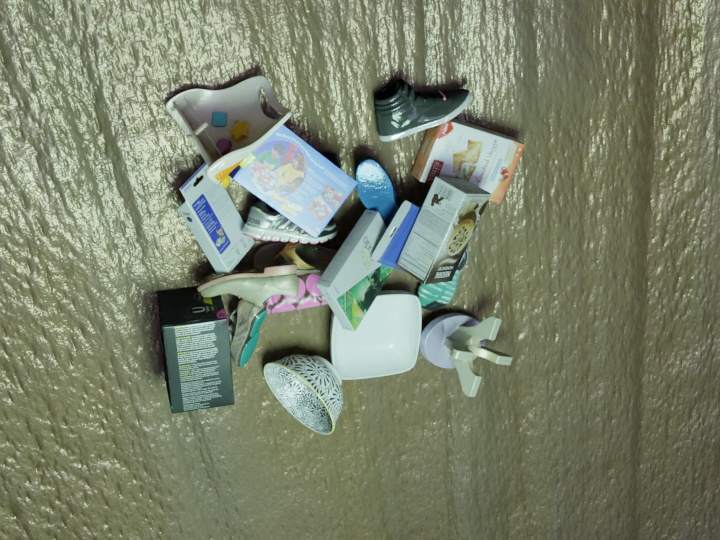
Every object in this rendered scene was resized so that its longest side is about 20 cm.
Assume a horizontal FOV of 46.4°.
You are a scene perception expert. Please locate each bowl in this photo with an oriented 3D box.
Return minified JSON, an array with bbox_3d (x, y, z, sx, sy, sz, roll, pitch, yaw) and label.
[{"bbox_3d":[0.025,0.128,1.811,0.200,0.075,0.200,-6,118,-17],"label":"bowl"},{"bbox_3d":[-0.102,0.244,1.784,0.094,0.201,0.201,-43,126,-30],"label":"bowl"}]

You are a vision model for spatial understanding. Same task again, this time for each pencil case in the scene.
[{"bbox_3d":[-0.108,0.027,1.708,0.200,0.091,0.094,-13,114,-11],"label":"pencil case"}]

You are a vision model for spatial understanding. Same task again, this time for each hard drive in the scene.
[{"bbox_3d":[0.110,-0.061,1.710,0.132,0.025,0.200,-59,150,8],"label":"hard drive"}]

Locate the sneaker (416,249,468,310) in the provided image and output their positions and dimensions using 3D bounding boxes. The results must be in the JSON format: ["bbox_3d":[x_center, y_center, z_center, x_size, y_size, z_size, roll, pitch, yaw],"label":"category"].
[{"bbox_3d":[0.185,0.000,1.811,0.074,0.088,0.200,26,131,-2],"label":"sneaker"}]

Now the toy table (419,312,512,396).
[{"bbox_3d":[0.238,0.171,1.849,0.200,0.117,0.184,-4,111,-38],"label":"toy table"}]

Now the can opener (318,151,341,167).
[{"bbox_3d":[-0.132,-0.180,1.614,0.200,0.079,0.063,-7,163,-20],"label":"can opener"}]

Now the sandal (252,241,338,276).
[{"bbox_3d":[-0.112,-0.027,1.661,0.200,0.080,0.054,4,150,0],"label":"sandal"}]

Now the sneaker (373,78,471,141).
[{"bbox_3d":[0.116,-0.329,1.614,0.200,0.071,0.099,-23,126,-2],"label":"sneaker"}]

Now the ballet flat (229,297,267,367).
[{"bbox_3d":[-0.239,0.119,1.713,0.067,0.068,0.200,35,134,9],"label":"ballet flat"}]

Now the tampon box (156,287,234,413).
[{"bbox_3d":[-0.325,0.153,1.657,0.126,0.150,0.200,-7,118,-15],"label":"tampon box"}]

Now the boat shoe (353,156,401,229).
[{"bbox_3d":[0.035,-0.148,1.684,0.084,0.069,0.200,-19,126,6],"label":"boat shoe"}]

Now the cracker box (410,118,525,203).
[{"bbox_3d":[0.219,-0.227,1.710,0.200,0.058,0.134,12,110,-23],"label":"cracker box"}]

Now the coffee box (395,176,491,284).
[{"bbox_3d":[0.164,-0.079,1.662,0.113,0.080,0.200,-7,125,-54],"label":"coffee box"}]

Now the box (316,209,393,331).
[{"bbox_3d":[0.000,0.000,1.655,0.200,0.036,0.144,-57,140,-26],"label":"box"}]

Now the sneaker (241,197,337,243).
[{"bbox_3d":[-0.132,-0.103,1.640,0.200,0.074,0.088,2,104,-28],"label":"sneaker"}]

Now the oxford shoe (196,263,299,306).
[{"bbox_3d":[-0.215,0.036,1.614,0.200,0.071,0.074,-10,93,8],"label":"oxford shoe"}]

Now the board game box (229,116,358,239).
[{"bbox_3d":[-0.123,-0.170,1.557,0.200,0.045,0.135,36,93,-25],"label":"board game box"}]

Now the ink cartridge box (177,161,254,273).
[{"bbox_3d":[-0.278,-0.100,1.581,0.099,0.039,0.200,-55,132,-40],"label":"ink cartridge box"}]

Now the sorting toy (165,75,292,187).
[{"bbox_3d":[-0.216,-0.258,1.482,0.180,0.200,0.107,-36,147,2],"label":"sorting toy"}]
